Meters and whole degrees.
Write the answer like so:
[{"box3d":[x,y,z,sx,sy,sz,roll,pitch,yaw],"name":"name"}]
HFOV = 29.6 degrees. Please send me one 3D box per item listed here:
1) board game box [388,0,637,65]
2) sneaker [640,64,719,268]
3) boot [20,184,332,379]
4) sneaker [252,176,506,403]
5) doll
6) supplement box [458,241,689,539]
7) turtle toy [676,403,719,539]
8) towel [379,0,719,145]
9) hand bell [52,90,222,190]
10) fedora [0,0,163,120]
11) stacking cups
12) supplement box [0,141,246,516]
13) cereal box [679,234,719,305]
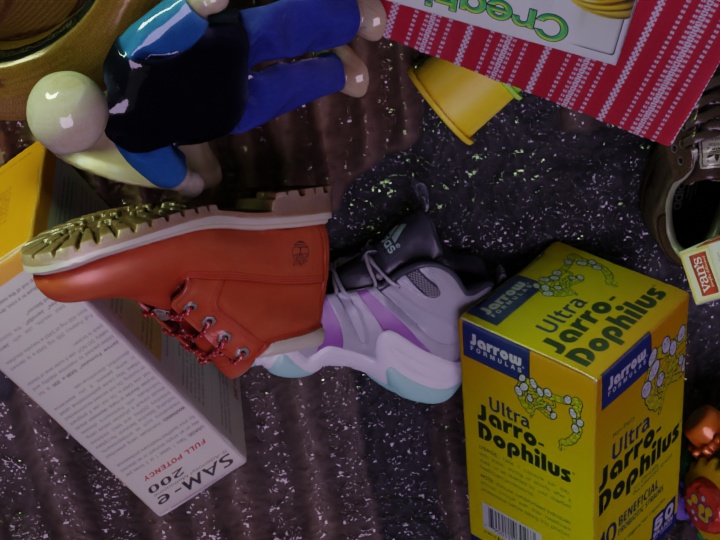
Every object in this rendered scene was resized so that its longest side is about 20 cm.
[{"box3d":[0.044,-0.179,0.650,0.198,0.035,0.127,17,146,8],"name":"board game box"},{"box3d":[0.216,-0.093,0.833,0.069,0.076,0.202,-6,124,-5],"name":"sneaker"},{"box3d":[-0.093,0.012,0.757,0.198,0.075,0.109,-8,100,-41],"name":"boot"},{"box3d":[0.000,0.000,0.867,0.198,0.078,0.141,12,119,-27],"name":"sneaker"},{"box3d":[-0.079,-0.095,0.703,0.199,0.048,0.137,-20,144,-37],"name":"doll"},{"box3d":[0.142,0.104,0.904,0.109,0.109,0.202,-35,133,-36],"name":"supplement box"},{"box3d":[0.273,0.172,0.961,0.100,0.146,0.202,-12,126,-25],"name":"turtle toy"},{"box3d":[0.096,-0.149,0.711,0.198,0.023,0.145,22,147,3],"name":"towel"},{"box3d":[-0.105,-0.157,0.753,0.103,0.104,0.202,11,108,-15],"name":"hand bell"},{"box3d":[-0.179,-0.180,0.704,0.198,0.082,0.203,2,114,4],"name":"fedora"},{"box3d":[0.117,-0.163,0.789,0.200,0.061,0.060,-43,119,13],"name":"stacking cups"},{"box3d":[-0.158,0.036,0.830,0.073,0.127,0.200,-32,121,12],"name":"supplement box"},{"box3d":[0.301,-0.034,0.778,0.199,0.143,0.040,-20,88,44],"name":"cereal box"}]
